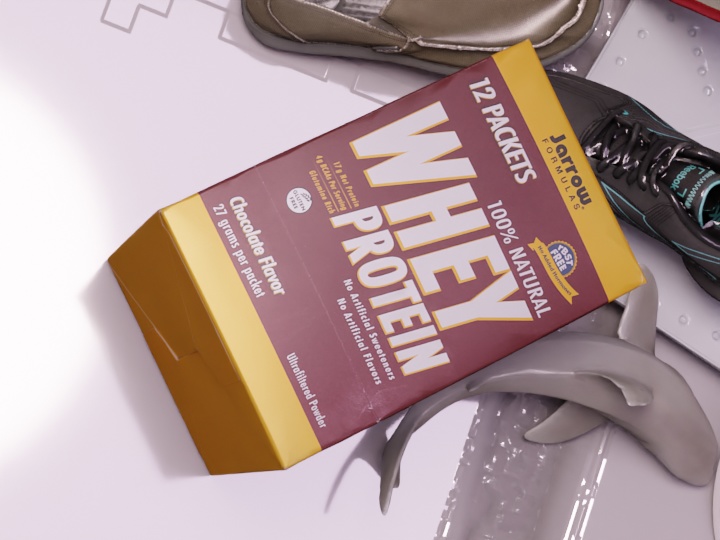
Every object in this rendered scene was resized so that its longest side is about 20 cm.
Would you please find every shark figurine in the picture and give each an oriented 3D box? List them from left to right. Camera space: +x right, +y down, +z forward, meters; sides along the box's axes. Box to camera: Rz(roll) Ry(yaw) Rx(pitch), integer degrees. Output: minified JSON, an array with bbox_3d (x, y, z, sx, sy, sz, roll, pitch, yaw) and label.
[{"bbox_3d":[0.109,0.068,1.094,0.214,0.089,0.128,-1,106,-19],"label":"shark figurine"}]

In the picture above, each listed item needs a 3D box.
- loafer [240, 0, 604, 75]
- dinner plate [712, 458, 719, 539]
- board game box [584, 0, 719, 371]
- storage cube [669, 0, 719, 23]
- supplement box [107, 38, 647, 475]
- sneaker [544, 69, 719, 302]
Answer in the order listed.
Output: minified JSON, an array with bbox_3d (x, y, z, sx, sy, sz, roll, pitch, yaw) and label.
[{"bbox_3d":[0.032,-0.148,1.100,0.200,0.070,0.075,-1,79,3],"label":"loafer"},{"bbox_3d":[0.279,0.145,1.100,0.024,0.200,0.201,-12,86,-43],"label":"dinner plate"},{"bbox_3d":[0.208,-0.054,1.178,0.200,0.026,0.200,33,78,-8],"label":"board game box"},{"bbox_3d":[0.206,-0.252,1.055,0.180,0.200,0.171,-38,123,-7],"label":"storage cube"},{"bbox_3d":[0.000,0.000,1.033,0.200,0.197,0.133,-26,90,-16],"label":"supplement box"},{"bbox_3d":[0.161,-0.055,1.099,0.200,0.079,0.075,32,78,11],"label":"sneaker"}]
